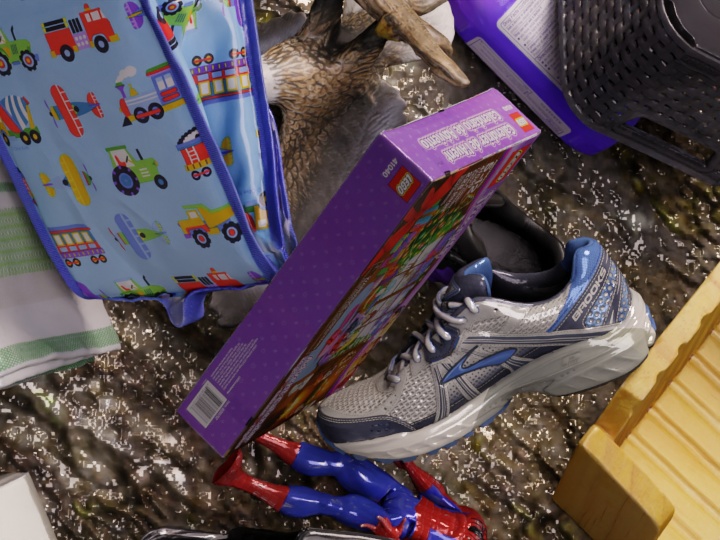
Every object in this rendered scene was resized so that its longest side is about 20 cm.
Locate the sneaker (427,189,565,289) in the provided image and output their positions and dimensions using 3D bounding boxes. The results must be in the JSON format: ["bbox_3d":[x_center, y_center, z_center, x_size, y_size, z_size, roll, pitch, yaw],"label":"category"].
[{"bbox_3d":[0.035,-0.033,1.406,0.199,0.099,0.070,22,78,-13],"label":"sneaker"}]

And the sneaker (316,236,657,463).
[{"bbox_3d":[0.061,0.037,1.368,0.199,0.077,0.086,-24,115,7],"label":"sneaker"}]

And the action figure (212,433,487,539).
[{"bbox_3d":[0.015,0.137,1.409,0.199,0.052,0.066,27,44,-16],"label":"action figure"}]

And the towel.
[{"bbox_3d":[-0.191,-0.041,1.320,0.030,0.149,0.202,-14,91,18],"label":"towel"}]

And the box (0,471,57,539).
[{"bbox_3d":[-0.183,0.215,1.321,0.077,0.095,0.201,-23,91,-17],"label":"box"}]

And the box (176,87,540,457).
[{"bbox_3d":[0.000,0.000,1.266,0.039,0.200,0.137,43,29,11],"label":"box"}]

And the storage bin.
[{"bbox_3d":[0.195,-0.169,1.423,0.134,0.094,0.201,22,51,-28],"label":"storage bin"}]

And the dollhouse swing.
[{"bbox_3d":[0.244,0.102,1.435,0.175,0.182,0.200,39,74,10],"label":"dollhouse swing"}]

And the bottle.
[{"bbox_3d":[0.095,-0.162,1.456,0.200,0.065,0.084,43,70,-9],"label":"bottle"}]

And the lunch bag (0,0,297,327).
[{"bbox_3d":[-0.117,-0.065,1.276,0.094,0.150,0.202,-29,107,-50],"label":"lunch bag"}]

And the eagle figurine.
[{"bbox_3d":[-0.042,-0.089,1.349,0.150,0.152,0.200,23,121,-22],"label":"eagle figurine"}]

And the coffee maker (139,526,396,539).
[{"bbox_3d":[-0.025,0.192,1.316,0.191,0.200,0.136,-17,91,-18],"label":"coffee maker"}]
